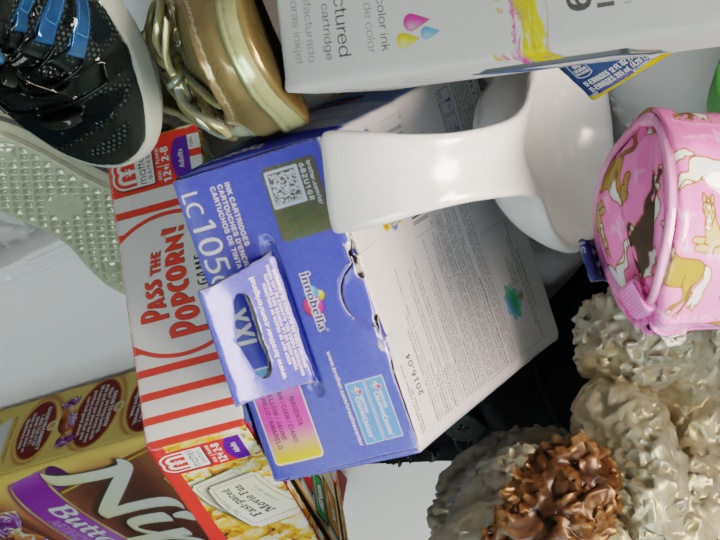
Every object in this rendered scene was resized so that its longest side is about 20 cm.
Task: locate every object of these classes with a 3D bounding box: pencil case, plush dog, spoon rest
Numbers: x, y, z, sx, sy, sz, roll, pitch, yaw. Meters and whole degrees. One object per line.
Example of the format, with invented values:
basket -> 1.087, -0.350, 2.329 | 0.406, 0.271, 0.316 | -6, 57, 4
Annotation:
pencil case -> 0.191, -0.011, 1.149 | 0.199, 0.083, 0.087 | 5, 127, -21
plush dog -> 0.089, 0.120, 1.226 | 0.161, 0.171, 0.200 | 54, 137, 16
spoon rest -> 0.061, -0.049, 1.192 | 0.060, 0.200, 0.100 | -2, 99, 33

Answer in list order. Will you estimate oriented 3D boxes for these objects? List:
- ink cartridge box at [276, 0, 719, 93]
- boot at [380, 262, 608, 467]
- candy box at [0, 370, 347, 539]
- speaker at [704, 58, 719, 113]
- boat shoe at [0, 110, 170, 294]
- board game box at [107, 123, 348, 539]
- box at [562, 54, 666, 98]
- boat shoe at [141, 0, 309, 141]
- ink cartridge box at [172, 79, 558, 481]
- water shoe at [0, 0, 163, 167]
ink cartridge box -> 0.065, -0.149, 1.075 | 0.199, 0.087, 0.147 | -5, 91, 35
boot -> 0.067, 0.034, 1.355 | 0.167, 0.077, 0.201 | 6, 144, 3
candy box -> -0.121, 0.115, 1.508 | 0.199, 0.057, 0.117 | -19, 128, 29
speaker -> 0.196, -0.012, 1.268 | 0.088, 0.089, 0.201 | 2, 137, 13
boat shoe -> -0.119, -0.042, 1.336 | 0.074, 0.063, 0.200 | -29, 139, 31
board game box -> -0.054, 0.052, 1.297 | 0.046, 0.152, 0.200 | -15, 148, 8
box -> 0.147, -0.150, 1.130 | 0.064, 0.070, 0.199 | 40, 131, -23
boat shoe -> -0.064, -0.085, 1.185 | 0.063, 0.201, 0.074 | -22, 100, -2
ink cartridge box -> 0.000, 0.000, 1.217 | 0.076, 0.200, 0.137 | -15, 98, 26
water shoe -> -0.147, -0.100, 1.096 | 0.071, 0.079, 0.200 | -15, 127, 27
